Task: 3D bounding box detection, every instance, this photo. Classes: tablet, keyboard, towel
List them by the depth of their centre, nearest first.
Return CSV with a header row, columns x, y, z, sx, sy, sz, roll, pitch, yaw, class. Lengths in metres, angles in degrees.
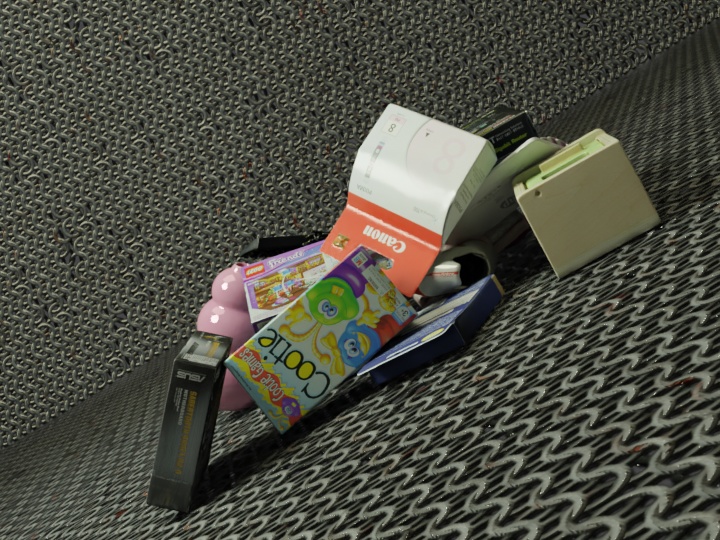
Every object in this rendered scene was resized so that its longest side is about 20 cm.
x,y,z,sx,sy,sz,roll,pitch,yaw,class
0.173,-0.093,1.492,0.199,0.014,0.129,-39,-26,28,tablet
-0.059,-0.025,1.639,0.198,0.040,0.104,-5,-13,-23,keyboard
0.135,-0.046,1.706,0.190,0.032,0.200,-38,22,6,towel

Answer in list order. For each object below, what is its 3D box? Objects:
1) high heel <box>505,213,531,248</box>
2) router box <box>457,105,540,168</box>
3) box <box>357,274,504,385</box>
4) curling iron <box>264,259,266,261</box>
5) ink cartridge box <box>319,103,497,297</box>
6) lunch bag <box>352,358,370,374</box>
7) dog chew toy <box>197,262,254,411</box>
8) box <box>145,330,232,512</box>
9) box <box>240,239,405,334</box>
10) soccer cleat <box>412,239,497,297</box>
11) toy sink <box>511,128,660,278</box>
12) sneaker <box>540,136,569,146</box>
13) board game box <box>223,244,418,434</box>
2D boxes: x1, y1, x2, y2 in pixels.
x,y,z,sx,sy,sz,roll,pitch,yaw,class
0.152,-0.042,1.754,0.198,0.068,0.096,-24,-3,25,high heel
0.128,-0.139,1.564,0.199,0.063,0.150,-30,11,0,router box
0.081,0.070,1.342,0.120,0.033,0.200,-28,5,28,box
-0.096,0.034,1.576,0.026,0.049,0.200,-53,26,8,curling iron
0.049,-0.090,1.444,0.162,0.057,0.201,26,75,37,ink cartridge box
-0.038,0.090,1.558,0.159,0.083,0.200,-23,9,20,lunch bag
-0.176,0.089,1.665,0.123,0.203,0.125,8,15,-2,dog chew toy
-0.188,0.162,1.343,0.048,0.161,0.200,11,5,-2,box
-0.046,0.014,1.505,0.198,0.039,0.137,-18,32,-2,box
0.134,-0.002,1.489,0.084,0.070,0.199,-2,4,34,soccer cleat
0.255,-0.085,1.397,0.129,0.113,0.200,-29,5,10,toy sink
0.284,-0.129,1.666,0.198,0.081,0.088,0,-26,-38,sneaker
-0.046,0.078,1.355,0.200,0.103,0.105,-41,-1,-6,board game box
